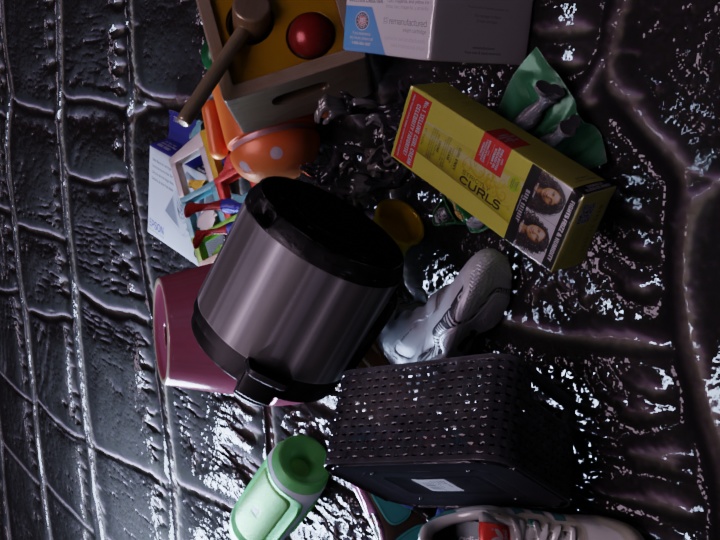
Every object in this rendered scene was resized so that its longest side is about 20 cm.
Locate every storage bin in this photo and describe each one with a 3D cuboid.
[{"bbox_3d":[0.081,0.151,0.780,0.198,0.135,0.095,-12,55,38],"label":"storage bin"}]

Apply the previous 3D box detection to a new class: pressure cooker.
[{"bbox_3d":[-0.071,0.030,0.855,0.178,0.175,0.201,41,111,29],"label":"pressure cooker"}]

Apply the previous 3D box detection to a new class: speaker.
[{"bbox_3d":[-0.111,0.303,1.151,0.089,0.088,0.201,59,137,28],"label":"speaker"}]

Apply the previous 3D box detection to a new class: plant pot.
[{"bbox_3d":[-0.155,0.068,1.052,0.200,0.177,0.203,178,90,-69],"label":"plant pot"}]

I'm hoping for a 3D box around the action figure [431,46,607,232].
[{"bbox_3d":[0.126,-0.094,0.800,0.200,0.054,0.119,-46,63,51],"label":"action figure"}]

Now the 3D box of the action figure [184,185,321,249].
[{"bbox_3d":[-0.108,-0.051,1.009,0.099,0.197,0.066,-88,-12,-60],"label":"action figure"}]

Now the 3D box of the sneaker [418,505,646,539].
[{"bbox_3d":[0.142,0.241,0.743,0.197,0.093,0.071,-3,71,26],"label":"sneaker"}]

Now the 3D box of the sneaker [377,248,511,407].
[{"bbox_3d":[0.073,0.041,0.870,0.115,0.074,0.202,47,134,34],"label":"sneaker"}]

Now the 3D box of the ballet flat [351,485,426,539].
[{"bbox_3d":[0.042,0.286,0.960,0.202,0.069,0.071,63,160,8],"label":"ballet flat"}]

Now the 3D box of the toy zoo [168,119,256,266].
[{"bbox_3d":[-0.196,-0.118,1.198,0.130,0.020,0.202,-24,76,25],"label":"toy zoo"}]

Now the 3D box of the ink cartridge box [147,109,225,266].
[{"bbox_3d":[-0.267,-0.128,1.317,0.199,0.040,0.203,27,117,47],"label":"ink cartridge box"}]

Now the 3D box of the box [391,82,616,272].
[{"bbox_3d":[0.114,-0.085,0.732,0.200,0.050,0.076,42,129,34],"label":"box"}]

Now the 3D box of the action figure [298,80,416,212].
[{"bbox_3d":[0.002,-0.125,0.916,0.200,0.101,0.120,-41,54,50],"label":"action figure"}]

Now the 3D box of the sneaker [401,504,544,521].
[{"bbox_3d":[0.111,0.251,0.853,0.199,0.078,0.076,21,114,47],"label":"sneaker"}]

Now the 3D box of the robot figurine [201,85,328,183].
[{"bbox_3d":[-0.113,-0.193,1.041,0.117,0.142,0.203,153,102,-70],"label":"robot figurine"}]

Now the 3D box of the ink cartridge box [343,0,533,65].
[{"bbox_3d":[0.074,-0.293,0.770,0.128,0.124,0.203,23,114,49],"label":"ink cartridge box"}]

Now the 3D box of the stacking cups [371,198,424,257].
[{"bbox_3d":[0.000,0.000,0.980,0.200,0.060,0.061,-51,57,48],"label":"stacking cups"}]

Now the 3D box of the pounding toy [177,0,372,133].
[{"bbox_3d":[-0.101,-0.242,0.915,0.142,0.198,0.186,68,-175,-78],"label":"pounding toy"}]

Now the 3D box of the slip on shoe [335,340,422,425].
[{"bbox_3d":[0.006,0.120,0.963,0.200,0.076,0.061,48,154,11],"label":"slip on shoe"}]
